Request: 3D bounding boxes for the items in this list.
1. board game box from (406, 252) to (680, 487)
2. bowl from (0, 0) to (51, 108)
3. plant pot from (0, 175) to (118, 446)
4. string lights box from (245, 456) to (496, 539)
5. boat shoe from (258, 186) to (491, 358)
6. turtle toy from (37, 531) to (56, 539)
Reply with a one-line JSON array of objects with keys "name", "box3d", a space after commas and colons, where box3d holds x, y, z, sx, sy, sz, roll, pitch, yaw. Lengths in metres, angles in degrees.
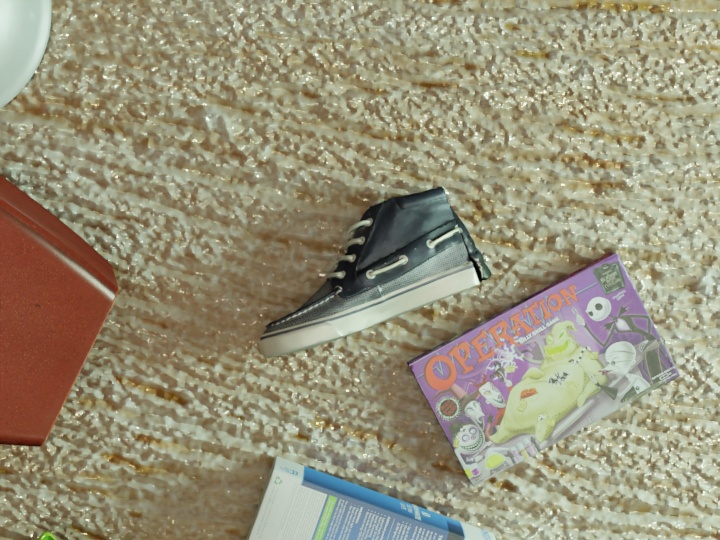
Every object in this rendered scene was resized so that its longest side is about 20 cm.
[{"name": "board game box", "box3d": [0.154, 0.083, 1.132, 0.200, 0.032, 0.120, -29, 89, 0]}, {"name": "bowl", "box3d": [-0.354, -0.215, 1.065, 0.200, 0.090, 0.202, 0, 93, -1]}, {"name": "plant pot", "box3d": [-0.297, 0.028, 1.039, 0.176, 0.200, 0.200, 26, 92, -16]}, {"name": "string lights box", "box3d": [0.005, 0.240, 1.117, 0.199, 0.059, 0.103, 20, 93, -3]}, {"name": "boat shoe", "box3d": [0.000, 0.000, 1.105, 0.199, 0.075, 0.093, -20, 87, -9]}, {"name": "turtle toy", "box3d": [-0.259, 0.308, 1.089, 0.145, 0.101, 0.201, 1, 96, -26]}]
